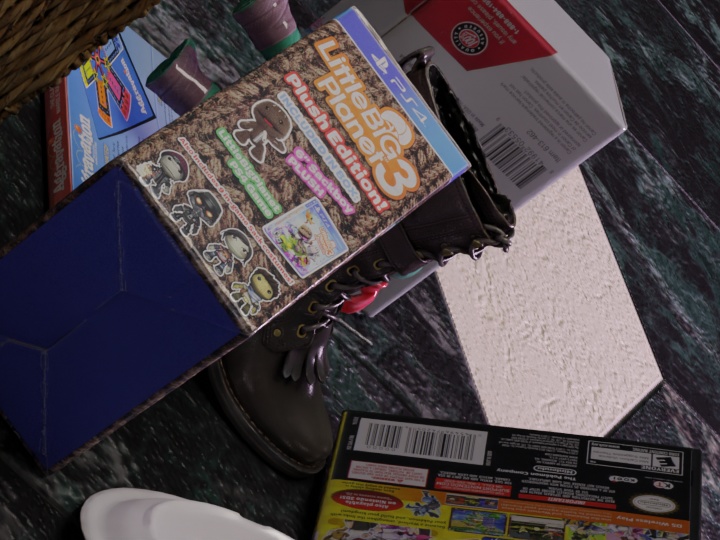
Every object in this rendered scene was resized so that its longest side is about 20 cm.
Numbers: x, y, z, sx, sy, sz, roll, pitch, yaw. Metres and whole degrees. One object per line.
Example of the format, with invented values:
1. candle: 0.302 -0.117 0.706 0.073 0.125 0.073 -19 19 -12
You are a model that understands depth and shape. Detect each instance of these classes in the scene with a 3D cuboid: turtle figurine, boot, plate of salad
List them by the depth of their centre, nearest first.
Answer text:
1. plate of salad: -0.046 0.165 1.296 0.200 0.048 0.200 29 11 -6
2. boot: 0.000 0.000 1.449 0.200 0.174 0.069 70 24 -9
3. turtle figurine: -0.018 -0.057 1.531 0.200 0.150 0.101 50 -3 -14

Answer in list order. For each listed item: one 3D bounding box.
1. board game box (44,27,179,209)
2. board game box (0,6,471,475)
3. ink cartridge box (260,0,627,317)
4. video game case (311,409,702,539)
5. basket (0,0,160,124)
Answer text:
1. board game box: -0.131 -0.070 1.523 0.103 0.019 0.200 41 26 -35
2. board game box: -0.073 -0.016 1.312 0.097 0.159 0.200 54 40 -2
3. ink cartridge box: 0.030 -0.090 1.636 0.146 0.200 0.083 43 22 -28
4. video game case: 0.077 0.137 1.464 0.181 0.200 0.026 -76 171 -62
5. basket: -0.186 -0.176 1.324 0.149 0.200 0.143 19 42 -54
